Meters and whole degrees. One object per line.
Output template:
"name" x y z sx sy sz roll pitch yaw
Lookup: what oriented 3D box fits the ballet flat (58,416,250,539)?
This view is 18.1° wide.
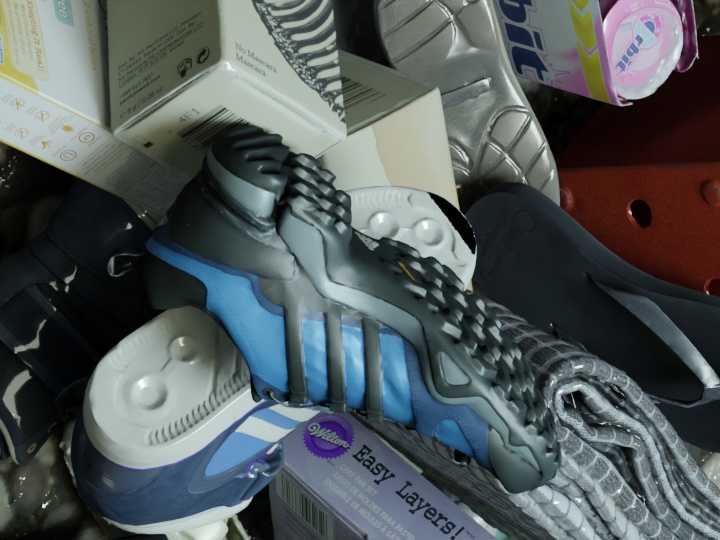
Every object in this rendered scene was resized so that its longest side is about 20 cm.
"ballet flat" -0.079 0.139 1.160 0.072 0.072 0.201 -45 129 -18

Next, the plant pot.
"plant pot" 0.211 -0.014 1.220 0.175 0.199 0.202 -22 105 -39

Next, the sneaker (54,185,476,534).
"sneaker" -0.044 0.048 1.033 0.199 0.081 0.147 -31 163 -18

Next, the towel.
"towel" 0.089 0.082 1.087 0.086 0.165 0.200 -54 130 -7

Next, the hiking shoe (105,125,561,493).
"hiking shoe" -0.003 0.030 0.937 0.200 0.074 0.087 42 109 -9

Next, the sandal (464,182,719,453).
"sandal" 0.131 0.032 1.126 0.043 0.199 0.077 -40 158 -59

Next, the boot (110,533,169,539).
"boot" -0.162 0.140 1.059 0.167 0.076 0.201 -9 128 -31

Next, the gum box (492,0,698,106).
"gum box" 0.098 -0.185 1.154 0.066 0.113 0.201 -33 125 -26

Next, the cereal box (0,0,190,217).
"cereal box" -0.110 -0.099 0.998 0.039 0.145 0.199 -35 141 28

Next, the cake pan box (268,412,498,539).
"cake pan box" 0.032 0.175 1.149 0.052 0.200 0.185 -40 153 -25

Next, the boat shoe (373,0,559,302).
"boat shoe" 0.055 -0.080 1.178 0.075 0.072 0.202 -15 114 -2

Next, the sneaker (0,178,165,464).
"sneaker" -0.115 0.043 1.090 0.146 0.077 0.202 -46 139 -6

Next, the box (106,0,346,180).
"box" -0.062 -0.136 0.987 0.082 0.068 0.201 28 44 -42

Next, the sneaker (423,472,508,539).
"sneaker" 0.075 0.050 1.257 0.200 0.077 0.140 -50 130 -27

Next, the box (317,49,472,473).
"box" 0.000 0.000 1.155 0.077 0.095 0.201 -28 124 -28
